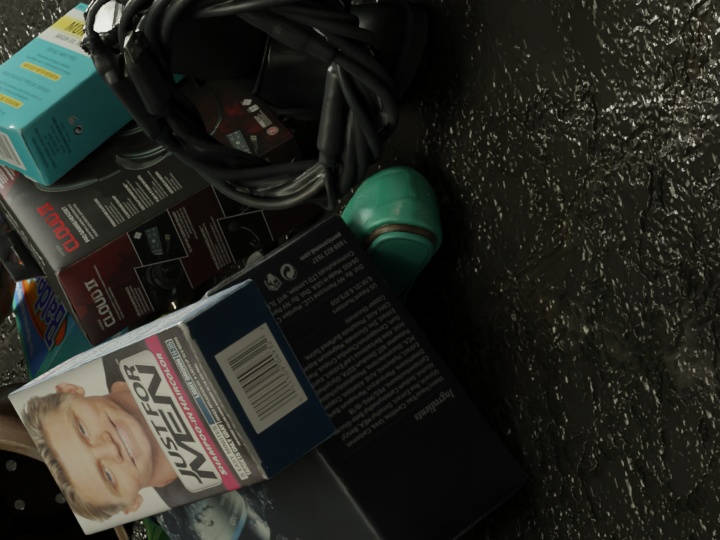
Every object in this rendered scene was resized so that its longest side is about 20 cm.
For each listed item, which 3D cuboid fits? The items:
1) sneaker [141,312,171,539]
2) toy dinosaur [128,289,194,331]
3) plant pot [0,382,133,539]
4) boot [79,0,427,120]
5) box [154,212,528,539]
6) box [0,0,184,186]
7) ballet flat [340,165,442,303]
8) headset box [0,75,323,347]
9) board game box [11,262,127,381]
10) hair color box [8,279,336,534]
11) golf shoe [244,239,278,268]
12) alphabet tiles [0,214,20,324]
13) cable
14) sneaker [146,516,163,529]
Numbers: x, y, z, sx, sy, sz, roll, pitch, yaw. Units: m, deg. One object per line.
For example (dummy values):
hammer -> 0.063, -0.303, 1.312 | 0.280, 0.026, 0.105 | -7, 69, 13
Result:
sneaker -> -0.145, 0.132, 1.692 | 0.083, 0.074, 0.201 | 0, 98, 34
toy dinosaur -> -0.157, 0.041, 1.747 | 0.101, 0.058, 0.200 | 112, 150, -65
plant pot -> -0.240, 0.178, 1.583 | 0.198, 0.200, 0.201 | -84, -5, -75
boot -> -0.071, -0.146, 1.408 | 0.198, 0.162, 0.074 | -5, 69, 62
box -> -0.038, 0.106, 1.396 | 0.200, 0.117, 0.197 | 53, 142, 4
box -> -0.168, -0.143, 1.544 | 0.082, 0.200, 0.049 | 23, 147, 43
ballet flat -> 0.000, 0.000, 1.443 | 0.200, 0.067, 0.071 | 126, 153, -51
headset box -> -0.150, -0.052, 1.537 | 0.149, 0.200, 0.077 | 49, 165, 45
board game box -> -0.193, -0.025, 1.701 | 0.200, 0.045, 0.152 | -56, 35, 27
hair color box -> -0.111, 0.082, 1.315 | 0.200, 0.060, 0.100 | -23, 97, 51
golf shoe -> -0.091, 0.072, 1.580 | 0.078, 0.094, 0.200 | 49, 136, 46
alphabet tiles -> -0.267, 0.002, 1.649 | 0.166, 0.006, 0.200 | -64, -11, -67
cable -> -0.057, -0.108, 1.354 | 0.163, 0.200, 0.051 | -16, 44, 23
sneaker -> -0.121, 0.139, 1.547 | 0.091, 0.200, 0.078 | -19, 40, 25
